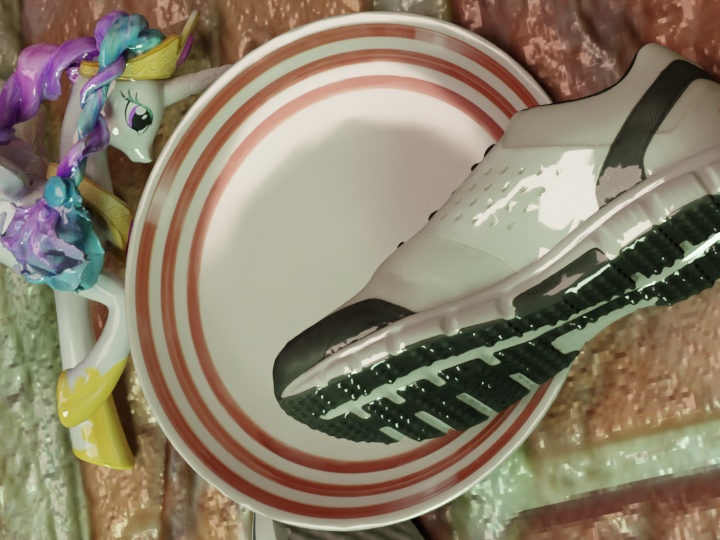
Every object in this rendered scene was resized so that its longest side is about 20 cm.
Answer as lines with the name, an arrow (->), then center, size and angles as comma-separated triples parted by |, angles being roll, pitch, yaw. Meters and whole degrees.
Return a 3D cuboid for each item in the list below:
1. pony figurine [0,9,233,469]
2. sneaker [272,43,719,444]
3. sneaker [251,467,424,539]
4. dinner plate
pony figurine -> -0.161, -0.030, 1.125 | 0.192, 0.167, 0.201 | 14, 99, 9
sneaker -> 0.054, -0.006, 0.943 | 0.199, 0.074, 0.080 | -29, 59, 12
sneaker -> 0.003, 0.169, 1.007 | 0.080, 0.078, 0.201 | -56, 50, 39
dinner plate -> 0.000, 0.000, 1.012 | 0.199, 0.024, 0.201 | -6, 76, 26
